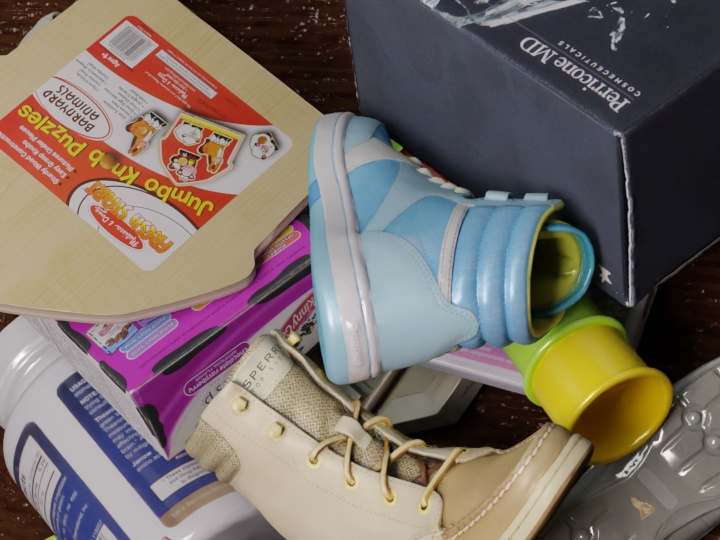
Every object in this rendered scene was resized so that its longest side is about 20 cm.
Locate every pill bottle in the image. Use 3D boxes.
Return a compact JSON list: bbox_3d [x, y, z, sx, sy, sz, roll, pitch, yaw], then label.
[{"bbox_3d":[-0.126,0.108,1.330,0.111,0.111,0.200,-51,55,9],"label":"pill bottle"}]

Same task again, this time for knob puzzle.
[{"bbox_3d":[-0.130,-0.046,1.259,0.219,0.030,0.220,0,59,0],"label":"knob puzzle"}]

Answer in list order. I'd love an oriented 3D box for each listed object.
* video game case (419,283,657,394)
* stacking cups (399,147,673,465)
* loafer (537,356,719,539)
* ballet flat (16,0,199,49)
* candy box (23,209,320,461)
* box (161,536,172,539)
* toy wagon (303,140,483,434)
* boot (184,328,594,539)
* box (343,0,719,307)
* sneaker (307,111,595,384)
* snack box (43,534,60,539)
[{"bbox_3d":[0.094,-0.035,1.253,0.143,0.018,0.200,14,73,21],"label":"video game case"},{"bbox_3d":[0.075,0.011,1.188,0.061,0.060,0.200,-48,48,11],"label":"stacking cups"},{"bbox_3d":[0.148,0.103,1.182,0.200,0.070,0.070,-38,87,-2],"label":"loafer"},{"bbox_3d":[-0.150,-0.127,1.378,0.069,0.200,0.063,-25,105,28],"label":"ballet flat"},{"bbox_3d":[-0.109,-0.002,1.299,0.136,0.061,0.200,-36,44,-14],"label":"candy box"},{"bbox_3d":[-0.079,0.234,1.185,0.095,0.200,0.100,23,55,14],"label":"box"},{"bbox_3d":[0.000,0.000,1.328,0.200,0.040,0.155,38,97,36],"label":"toy wagon"},{"bbox_3d":[0.007,0.086,1.131,0.155,0.073,0.200,46,144,0],"label":"boot"},{"bbox_3d":[0.129,-0.119,1.181,0.197,0.124,0.200,-37,52,-22],"label":"box"},{"bbox_3d":[0.042,-0.018,1.148,0.130,0.080,0.200,-7,33,2],"label":"sneaker"},{"bbox_3d":[-0.212,0.266,1.361,0.200,0.068,0.169,-29,62,24],"label":"snack box"}]
